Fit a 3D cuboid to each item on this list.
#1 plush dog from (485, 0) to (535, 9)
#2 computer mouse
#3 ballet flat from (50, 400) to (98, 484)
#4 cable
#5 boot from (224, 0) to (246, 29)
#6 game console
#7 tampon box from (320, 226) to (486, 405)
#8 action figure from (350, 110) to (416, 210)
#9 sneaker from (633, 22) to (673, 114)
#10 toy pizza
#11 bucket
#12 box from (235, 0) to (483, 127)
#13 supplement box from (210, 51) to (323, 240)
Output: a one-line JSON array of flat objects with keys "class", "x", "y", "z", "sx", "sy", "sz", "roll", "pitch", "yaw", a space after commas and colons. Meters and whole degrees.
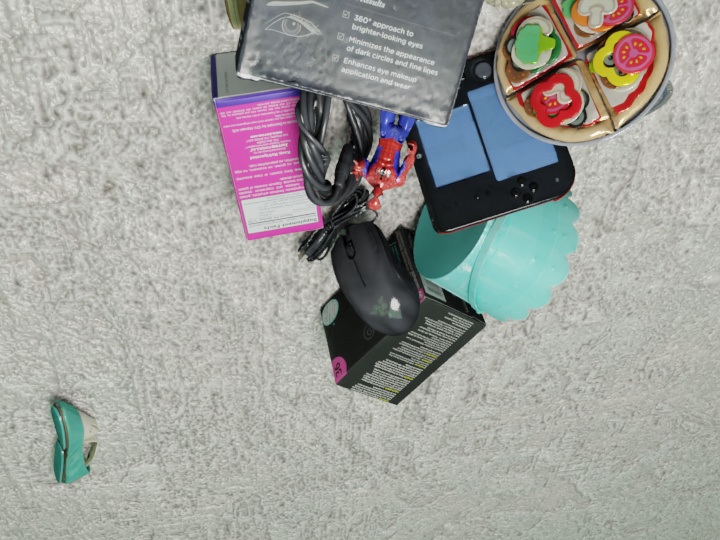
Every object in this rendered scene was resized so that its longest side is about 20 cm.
[{"class": "plush dog", "x": 0.155, "y": -0.375, "z": 0.723, "sx": 0.172, "sy": 0.161, "sz": 0.200, "roll": 43, "pitch": 113, "yaw": -10}, {"class": "computer mouse", "x": 0.000, "y": 0.000, "z": 0.979, "sx": 0.138, "sy": 0.200, "sz": 0.053, "roll": -43, "pitch": 159, "yaw": 22}, {"class": "ballet flat", "x": -0.467, "y": 0.274, "z": 1.218, "sx": 0.070, "sy": 0.067, "sz": 0.201, "roll": -15, "pitch": 139, "yaw": -34}, {"class": "cable", "x": -0.034, "y": -0.151, "z": 0.830, "sx": 0.051, "sy": 0.200, "sz": 0.164, "roll": 15, "pitch": 105, "yaw": 14}, {"class": "boot", "x": -0.059, "y": -0.335, "z": 0.737, "sx": 0.154, "sy": 0.073, "sz": 0.201, "roll": 1, "pitch": 124, "yaw": -12}, {"class": "game console", "x": 0.146, "y": -0.158, "z": 0.882, "sx": 0.176, "sy": 0.201, "sz": 0.031, "roll": -16, "pitch": 166, "yaw": 1}, {"class": "tampon box", "x": 0.055, "y": 0.070, "z": 1.087, "sx": 0.126, "sy": 0.150, "sz": 0.200, "roll": 25, "pitch": 122, "yaw": -33}, {"class": "action figure", "x": 0.038, "y": -0.165, "z": 0.841, "sx": 0.065, "sy": 0.099, "sz": 0.201, "roll": 14, "pitch": 99, "yaw": 1}, {"class": "sneaker", "x": 0.336, "y": -0.254, "z": 0.914, "sx": 0.074, "sy": 0.087, "sz": 0.200, "roll": -22, "pitch": 152, "yaw": 4}, {"class": "toy pizza", "x": 0.243, "y": -0.240, "z": 0.826, "sx": 0.200, "sy": 0.201, "sz": 0.032, "roll": -37, "pitch": 161, "yaw": 20}, {"class": "bucket", "x": 0.174, "y": -0.047, "z": 0.981, "sx": 0.134, "sy": 0.208, "sz": 0.207, "roll": 21, "pitch": 124, "yaw": -24}, {"class": "box", "x": 0.003, "y": -0.256, "z": 0.667, "sx": 0.196, "sy": 0.118, "sz": 0.201, "roll": 11, "pitch": 109, "yaw": -14}, {"class": "supplement box", "x": -0.108, "y": -0.147, "z": 0.880, "sx": 0.103, "sy": 0.101, "sz": 0.201, "roll": -9, "pitch": 134, "yaw": -5}]
